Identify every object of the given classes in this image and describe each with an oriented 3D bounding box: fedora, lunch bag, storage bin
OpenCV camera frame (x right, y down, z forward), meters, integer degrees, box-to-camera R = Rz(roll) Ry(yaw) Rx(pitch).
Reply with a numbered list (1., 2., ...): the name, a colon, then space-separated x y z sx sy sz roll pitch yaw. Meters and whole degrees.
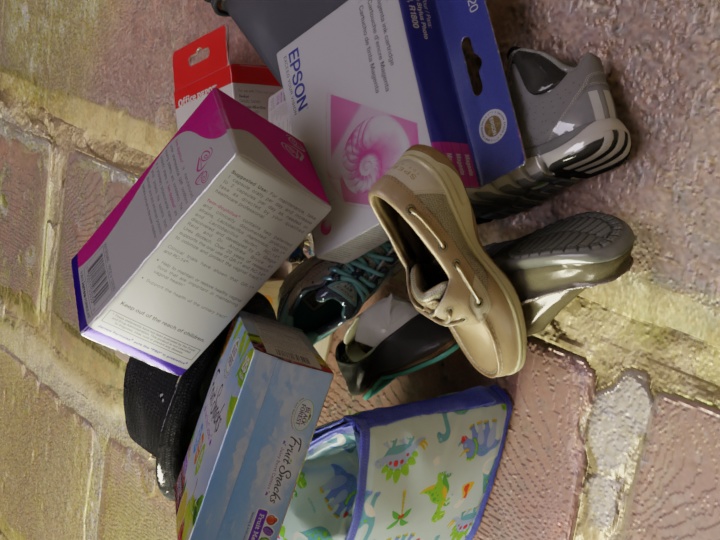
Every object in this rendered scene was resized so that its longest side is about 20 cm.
1. fedora: -0.155 0.103 1.063 0.091 0.200 0.201 21 110 22
2. lunch bag: 0.020 0.178 0.966 0.128 0.170 0.200 52 130 31
3. storage bin: -0.040 -0.260 1.053 0.200 0.145 0.135 -47 67 42

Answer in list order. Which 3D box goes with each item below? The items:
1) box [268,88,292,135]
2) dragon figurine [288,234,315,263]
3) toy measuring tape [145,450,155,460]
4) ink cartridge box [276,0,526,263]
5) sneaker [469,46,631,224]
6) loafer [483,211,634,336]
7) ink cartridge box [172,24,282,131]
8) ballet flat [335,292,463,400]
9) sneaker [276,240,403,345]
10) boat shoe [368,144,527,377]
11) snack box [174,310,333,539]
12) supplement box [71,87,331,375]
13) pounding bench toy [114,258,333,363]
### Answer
1. box: -0.059 -0.106 1.074 0.041 0.039 0.200 -33 34 20
2. dragon figurine: -0.034 -0.056 1.105 0.200 0.059 0.100 3 93 46
3. toy measuring tape: -0.179 0.190 1.294 0.200 0.073 0.074 3 94 51
4. ink cartridge box: 0.023 -0.133 0.932 0.200 0.043 0.197 -29 64 40
5. sneaker: 0.117 -0.111 0.918 0.200 0.075 0.116 -21 71 39
6. loafer: 0.138 0.008 0.901 0.200 0.075 0.070 -15 106 56
7. ink cartridge box: -0.134 -0.142 1.219 0.116 0.067 0.201 -11 83 50
8. ballet flat: 0.021 0.063 1.001 0.068 0.068 0.200 55 152 2
9. sneaker: 0.000 0.000 1.010 0.200 0.078 0.086 -48 13 25
10. boat shoe: 0.062 0.007 0.859 0.072 0.065 0.200 12 136 48
11. snack box: -0.088 0.129 0.902 0.200 0.068 0.169 -145 74 -77
12. supplement box: -0.132 -0.029 0.939 0.200 0.103 0.101 -47 37 20
13. pounding bench toy: -0.141 0.050 1.168 0.200 0.156 0.125 20 108 48
